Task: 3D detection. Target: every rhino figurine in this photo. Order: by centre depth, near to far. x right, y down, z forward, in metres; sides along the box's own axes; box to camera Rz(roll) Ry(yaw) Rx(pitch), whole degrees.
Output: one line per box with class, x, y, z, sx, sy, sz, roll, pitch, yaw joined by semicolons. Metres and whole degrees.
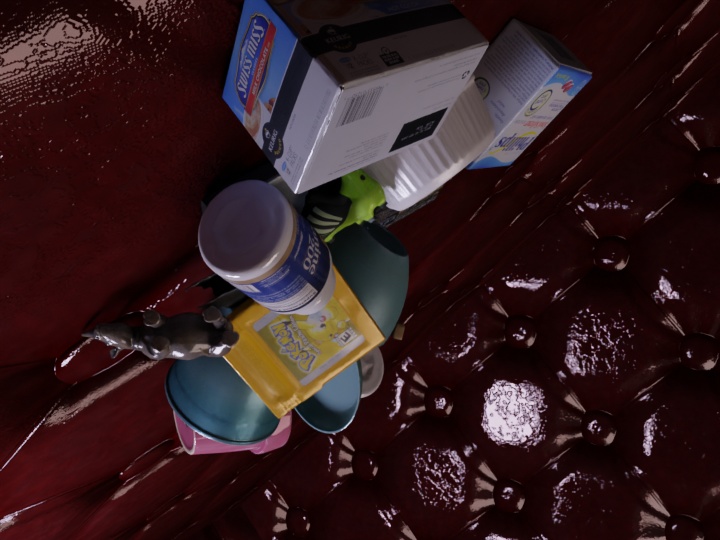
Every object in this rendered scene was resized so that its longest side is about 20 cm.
rhino figurine;-0.251;0.083;0.849;0.195;0.061;0.088;-1;166;-8

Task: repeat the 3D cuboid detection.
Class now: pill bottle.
pill bottle;-0.097;-0.014;0.791;0.110;0.112;0.200;-39;154;1
pill bottle;-0.055;0.183;1.203;0.110;0.112;0.199;-27;-179;-37

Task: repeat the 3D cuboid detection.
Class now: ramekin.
ramekin;0.084;-0.162;0.867;0.201;0.095;0.202;-37;-173;5

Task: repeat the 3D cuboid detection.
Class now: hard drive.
hard drive;-0.108;-0.094;0.852;0.198;0.033;0.140;-34;164;-21

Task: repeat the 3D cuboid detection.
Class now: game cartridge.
game cartridge;-0.086;0.092;0.948;0.199;0.177;0.032;-37;-152;-1

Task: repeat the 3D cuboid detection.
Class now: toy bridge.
toy bridge;-0.025;0.084;1.158;0.067;0.196;0.028;-126;-134;-80

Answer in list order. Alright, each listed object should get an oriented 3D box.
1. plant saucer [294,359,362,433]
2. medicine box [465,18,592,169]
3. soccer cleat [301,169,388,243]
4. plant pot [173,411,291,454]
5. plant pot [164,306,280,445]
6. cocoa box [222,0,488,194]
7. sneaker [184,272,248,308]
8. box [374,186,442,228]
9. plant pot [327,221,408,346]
plant saucer;-0.058;0.157;1.082;0.036;0.202;0.201;-12;151;-43
medicine box;0.234;-0.266;1.044;0.201;0.103;0.181;-49;162;31
soccer cleat;-0.045;-0.081;0.862;0.199;0.081;0.068;-25;-158;51
plant pot;-0.248;0.257;1.262;0.176;0.202;0.201;-10;151;-32
plant pot;-0.180;0.131;1.048;0.199;0.199;0.190;-14;139;-57
cocoa box;-0.007;-0.188;0.628;0.198;0.132;0.134;-28;161;-36
sneaker;-0.162;0.008;0.939;0.103;0.061;0.200;-32;179;6
box;0.074;-0.140;1.128;0.198;0.049;0.162;-31;165;-29
plant pot;0.000;0.000;1.055;0.136;0.200;0.199;-52;161;20
